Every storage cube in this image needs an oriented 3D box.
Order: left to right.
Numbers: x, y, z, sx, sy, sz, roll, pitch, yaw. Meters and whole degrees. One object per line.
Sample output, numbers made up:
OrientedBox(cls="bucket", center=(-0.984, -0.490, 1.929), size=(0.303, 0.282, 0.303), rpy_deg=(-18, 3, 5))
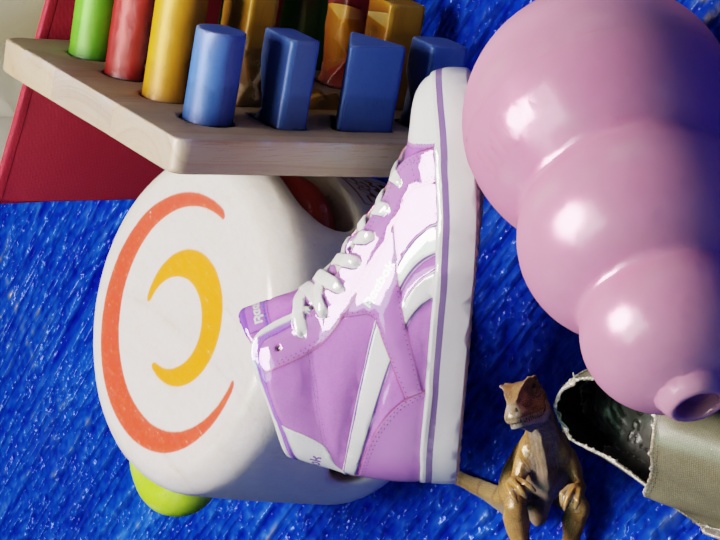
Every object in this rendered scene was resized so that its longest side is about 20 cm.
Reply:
OrientedBox(cls="storage cube", center=(-0.147, -0.157, 1.350), size=(0.171, 0.179, 0.201), rpy_deg=(53, 134, 41))

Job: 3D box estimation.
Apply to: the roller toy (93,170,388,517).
OrientedBox(cls="roller toy", center=(-0.041, 0.032, 1.237), size=(0.200, 0.139, 0.184), rpy_deg=(-21, 67, 47))

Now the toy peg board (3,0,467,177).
OrientedBox(cls="toy peg board", center=(-0.050, -0.122, 1.185), size=(0.199, 0.199, 0.098), rpy_deg=(30, 116, 52))

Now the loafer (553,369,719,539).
OrientedBox(cls="loafer", center=(0.156, 0.087, 1.002), size=(0.200, 0.069, 0.076), rpy_deg=(21, 110, 54))

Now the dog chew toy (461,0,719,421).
OrientedBox(cls="dog chew toy", center=(0.116, -0.026, 0.993), size=(0.125, 0.124, 0.201), rpy_deg=(-52, 41, 44))

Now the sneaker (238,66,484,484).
OrientedBox(cls="sneaker", center=(0.000, 0.000, 1.090), size=(0.073, 0.114, 0.202), rpy_deg=(-53, -31, -80))

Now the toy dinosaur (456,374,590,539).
OrientedBox(cls="toy dinosaur", center=(0.086, 0.107, 1.127), size=(0.200, 0.060, 0.107), rpy_deg=(105, 149, -66))
